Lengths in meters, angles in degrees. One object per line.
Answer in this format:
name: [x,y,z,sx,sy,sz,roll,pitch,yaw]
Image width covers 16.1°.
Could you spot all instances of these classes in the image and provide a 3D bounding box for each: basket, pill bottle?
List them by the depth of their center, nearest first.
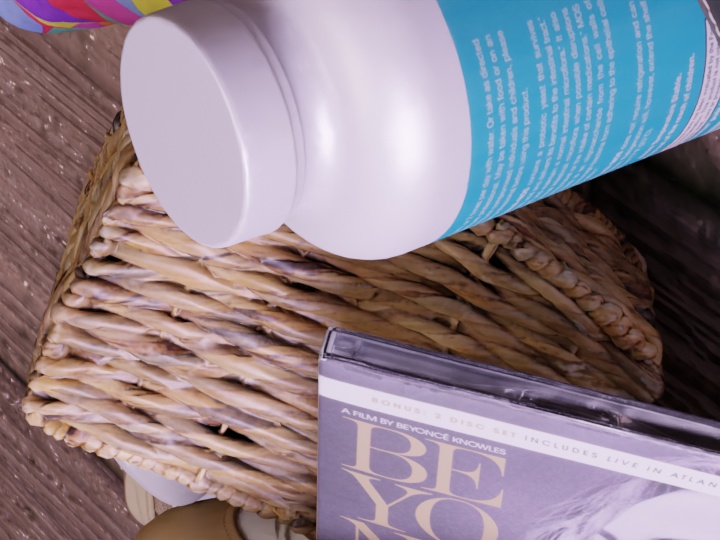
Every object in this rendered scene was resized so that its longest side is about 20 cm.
pill bottle: [0.031,-0.071,0.761,0.111,0.200,0.111,38,139,42]
basket: [0.000,0.000,0.887,0.149,0.200,0.143,-83,17,-64]

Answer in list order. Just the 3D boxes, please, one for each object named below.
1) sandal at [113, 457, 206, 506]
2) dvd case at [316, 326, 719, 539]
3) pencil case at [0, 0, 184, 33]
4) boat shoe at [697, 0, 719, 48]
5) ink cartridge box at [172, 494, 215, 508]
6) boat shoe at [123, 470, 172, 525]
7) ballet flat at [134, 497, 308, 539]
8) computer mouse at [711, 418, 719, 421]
sandal: [-0.056,0.022,1.051,0.050,0.203,0.082,-34,117,27]
dvd case: [0.058,0.093,0.804,0.148,0.016,0.200,14,147,8]
pencil case: [-0.091,-0.138,1.049,0.200,0.088,0.089,5,113,59]
boat shoe: [0.084,-0.130,0.690,0.067,0.057,0.200,-121,16,-67]
ink cartridge box: [-0.009,0.168,1.067,0.068,0.115,0.200,-126,26,-61]
boat shoe: [-0.072,0.067,1.175,0.072,0.072,0.200,39,145,30]
ballet flat: [0.012,0.113,0.985,0.200,0.069,0.063,16,122,2]
computer mouse: [0.142,0.114,0.860,0.138,0.053,0.200,44,155,34]
